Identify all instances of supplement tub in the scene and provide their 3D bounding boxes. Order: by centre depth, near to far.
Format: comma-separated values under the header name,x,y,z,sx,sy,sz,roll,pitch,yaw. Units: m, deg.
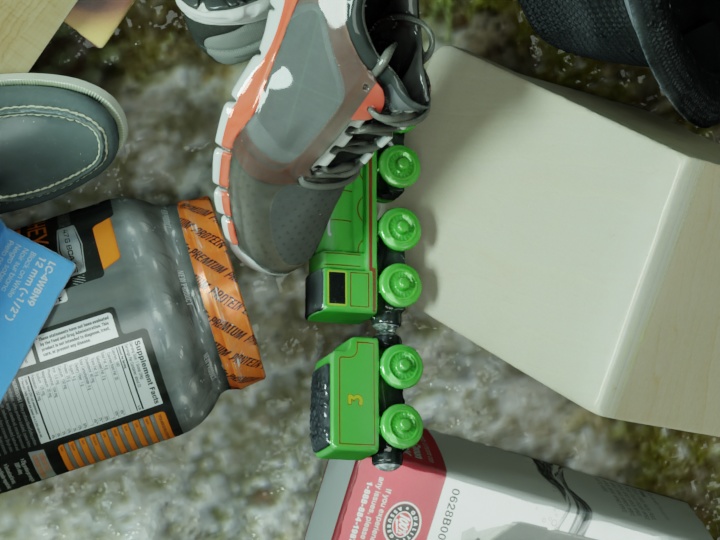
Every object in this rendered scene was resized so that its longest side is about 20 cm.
name,x,y,z,sx,sy,sz,roll,pitch,yaw
supplement tub,-0.154,0.039,1.373,0.199,0.123,0.123,-18,104,-4

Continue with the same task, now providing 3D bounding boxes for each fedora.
name,x,y,z,sx,sy,sz,roll,pitch,yaw
fedora,0.126,-0.157,1.354,0.091,0.201,0.202,-5,105,24

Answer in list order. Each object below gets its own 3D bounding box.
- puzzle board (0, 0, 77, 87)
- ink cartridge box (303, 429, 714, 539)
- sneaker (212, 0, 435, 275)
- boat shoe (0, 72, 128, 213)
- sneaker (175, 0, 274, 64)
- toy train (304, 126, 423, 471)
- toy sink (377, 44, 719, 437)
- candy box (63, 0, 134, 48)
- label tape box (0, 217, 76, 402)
name,x,y,z,sx,sy,sz,roll,pitch,yaw
puzzle board,-0.220,-0.141,1.338,0.150,0.017,0.200,31,125,-13
ink cartridge box,0.069,0.174,1.450,0.199,0.083,0.148,15,99,-10
sneaker,-0.010,-0.077,1.309,0.082,0.077,0.201,30,122,28
boat shoe,-0.210,-0.043,1.355,0.198,0.062,0.073,-10,123,10
sneaker,-0.006,-0.170,1.381,0.199,0.079,0.074,-30,64,-13
toy train,0.000,0.000,1.387,0.056,0.042,0.202,4,75,-17
toy sink,0.115,-0.017,1.389,0.112,0.200,0.131,11,102,-39
candy box,-0.119,-0.224,1.356,0.116,0.056,0.201,33,95,-12
label tape box,-0.248,0.003,1.272,0.199,0.066,0.144,29,75,-1
